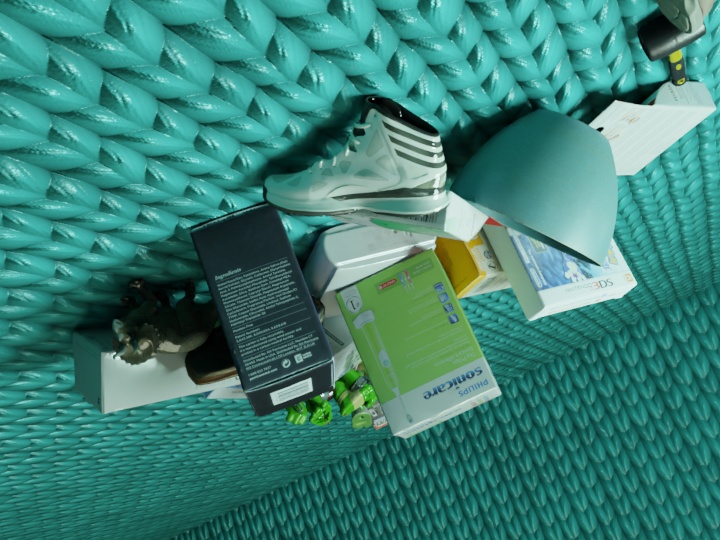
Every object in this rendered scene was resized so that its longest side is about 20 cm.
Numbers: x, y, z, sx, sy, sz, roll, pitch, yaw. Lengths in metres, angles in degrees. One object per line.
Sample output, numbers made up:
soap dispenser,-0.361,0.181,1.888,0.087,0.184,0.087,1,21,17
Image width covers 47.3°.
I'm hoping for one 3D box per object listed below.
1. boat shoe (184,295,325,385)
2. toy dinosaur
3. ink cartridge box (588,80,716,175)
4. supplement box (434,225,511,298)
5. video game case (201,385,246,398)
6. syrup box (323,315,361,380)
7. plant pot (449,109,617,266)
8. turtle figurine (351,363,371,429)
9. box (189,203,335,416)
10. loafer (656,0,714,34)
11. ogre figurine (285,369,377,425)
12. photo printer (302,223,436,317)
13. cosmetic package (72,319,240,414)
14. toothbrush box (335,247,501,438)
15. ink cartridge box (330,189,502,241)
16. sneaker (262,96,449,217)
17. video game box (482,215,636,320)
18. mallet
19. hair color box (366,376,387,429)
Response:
boat shoe,-0.129,0.102,1.070,0.199,0.076,0.074,-23,136,-27
toy dinosaur,-0.236,0.066,1.010,0.077,0.103,0.199,-35,157,35
ink cartridge box,0.342,-0.186,1.083,0.199,0.048,0.160,-4,155,-32
supplement box,0.201,-0.044,1.172,0.199,0.127,0.074,-11,157,-33
video game case,-0.136,0.122,1.287,0.200,0.046,0.181,-44,159,12
syrup box,-0.031,0.100,1.238,0.199,0.081,0.079,-30,149,-44
plant pot,0.219,-0.108,0.967,0.200,0.199,0.136,17,99,-62
turtle figurine,0.007,0.188,1.441,0.143,0.195,0.200,13,132,-33
box,-0.110,0.048,0.951,0.104,0.201,0.148,-19,163,-8
loafer,0.306,-0.282,0.748,0.063,0.072,0.200,-44,163,11
ogre figurine,-0.066,0.177,1.279,0.199,0.120,0.099,-22,146,-37
photo printer,0.000,0.000,1.149,0.165,0.070,0.200,-14,160,-24
cosmetic package,-0.262,0.116,1.080,0.199,0.086,0.107,-7,-164,-39
toothbrush box,0.075,0.096,1.075,0.145,0.201,0.086,-26,160,7
ink cartridge box,0.064,-0.060,0.964,0.160,0.051,0.200,10,175,27
sneaker,-0.009,-0.118,0.833,0.199,0.116,0.076,2,-159,17
video game box,0.263,-0.043,1.128,0.181,0.201,0.047,-10,157,-34
mallet,0.369,-0.251,0.940,0.066,0.041,0.199,-28,165,27
hair color box,0.058,0.190,1.552,0.110,0.201,0.064,-28,119,19
